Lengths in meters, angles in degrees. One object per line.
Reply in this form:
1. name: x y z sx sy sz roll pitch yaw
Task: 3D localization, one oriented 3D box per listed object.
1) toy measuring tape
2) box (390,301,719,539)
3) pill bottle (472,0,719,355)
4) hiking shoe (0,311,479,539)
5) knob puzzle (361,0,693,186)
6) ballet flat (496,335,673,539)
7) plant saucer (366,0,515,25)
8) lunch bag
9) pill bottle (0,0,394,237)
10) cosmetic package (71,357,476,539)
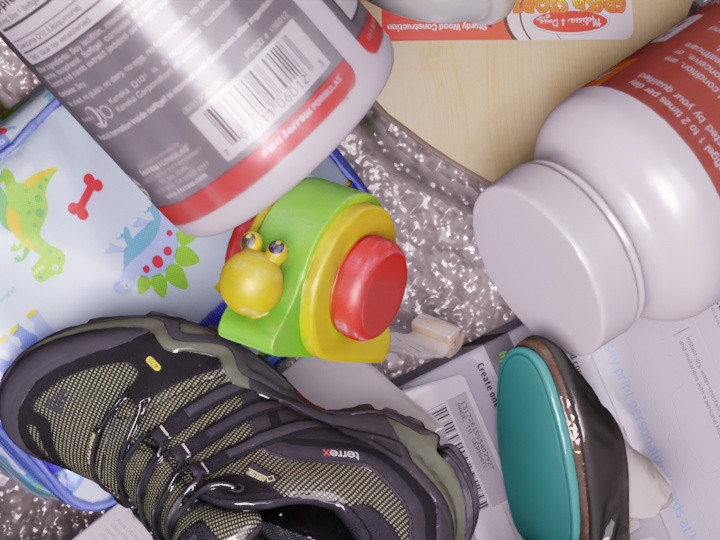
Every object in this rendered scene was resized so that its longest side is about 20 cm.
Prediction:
1. toy measuring tape: 0.000 0.000 1.124 0.200 0.073 0.074 5 83 -63
2. box: 0.123 0.084 1.263 0.199 0.041 0.157 -26 96 -17
3. pill bottle: 0.150 -0.050 1.216 0.199 0.112 0.113 -33 98 -25
4. hiking shoe: -0.058 0.079 1.057 0.199 0.101 0.076 15 119 14
5. knob puzzle: 0.062 -0.134 1.260 0.218 0.030 0.221 1 86 -20
6. ballet flat: 0.101 0.123 1.203 0.068 0.068 0.202 -10 101 -29
7. plant saucer: -0.023 -0.163 1.116 0.050 0.200 0.200 -43 101 -7
8. lunch bag: -0.098 -0.006 1.173 0.200 0.082 0.161 -41 102 -16
9. pill bottle: -0.090 -0.120 1.070 0.116 0.116 0.200 -46 105 -16
10. cosmetic package: -0.051 0.136 1.155 0.200 0.081 0.113 -38 140 -15
